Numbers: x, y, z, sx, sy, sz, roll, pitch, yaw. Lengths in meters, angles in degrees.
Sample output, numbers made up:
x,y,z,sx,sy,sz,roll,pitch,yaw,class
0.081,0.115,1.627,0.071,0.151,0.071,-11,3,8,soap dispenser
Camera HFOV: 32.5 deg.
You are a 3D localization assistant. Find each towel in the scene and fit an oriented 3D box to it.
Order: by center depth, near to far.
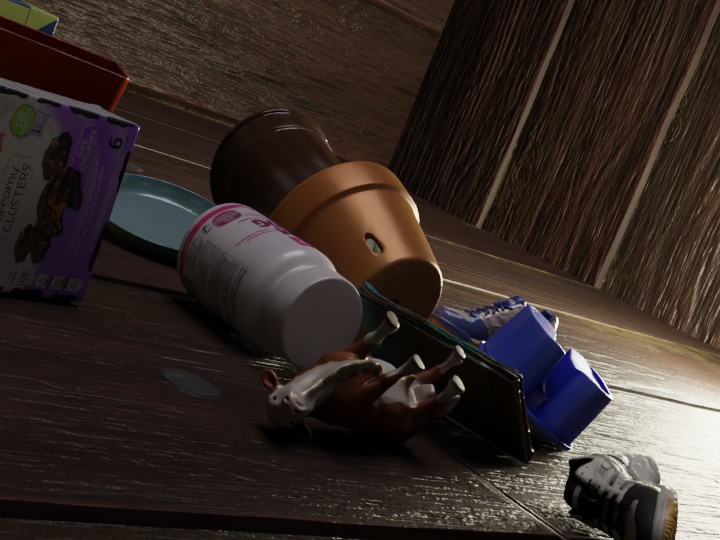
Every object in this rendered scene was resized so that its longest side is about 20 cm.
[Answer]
x,y,z,sx,sy,sz,roll,pitch,yaw,class
0.082,0.099,1.206,0.199,0.022,0.147,29,-28,32,towel

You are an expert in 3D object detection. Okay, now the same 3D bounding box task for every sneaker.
x,y,z,sx,sy,sz,roll,pitch,yaw,class
0.218,0.207,1.056,0.087,0.077,0.200,7,5,2,sneaker
0.189,0.070,1.737,0.198,0.089,0.075,17,12,-28,sneaker

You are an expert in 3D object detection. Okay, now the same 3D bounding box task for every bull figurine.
x,y,z,sx,sy,sz,roll,pitch,yaw,class
0.008,0.097,1.019,0.199,0.121,0.066,22,40,-56,bull figurine

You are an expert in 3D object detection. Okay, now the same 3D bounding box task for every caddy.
x,y,z,sx,sy,sz,roll,pitch,yaw,class
0.196,0.124,1.369,0.141,0.105,0.200,46,8,-1,caddy

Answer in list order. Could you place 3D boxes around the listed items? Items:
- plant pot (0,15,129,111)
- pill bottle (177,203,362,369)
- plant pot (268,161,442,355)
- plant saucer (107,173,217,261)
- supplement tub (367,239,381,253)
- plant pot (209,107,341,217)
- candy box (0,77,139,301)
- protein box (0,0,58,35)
x,y,z,sx,sy,sz,roll,pitch,yaw,class
-0.420,-0.205,1.539,0.198,0.178,0.200,20,8,-20,plant pot
-0.091,0.016,1.234,0.113,0.114,0.199,15,11,-41,pill bottle
0.000,0.000,1.389,0.199,0.201,0.140,14,29,-46,plant pot
-0.242,-0.061,1.505,0.198,0.028,0.201,21,22,-9,plant saucer
-0.003,-0.016,1.589,0.122,0.123,0.199,28,1,37,supplement tub
-0.095,-0.107,1.802,0.199,0.202,0.198,17,18,-35,plant pot
-0.302,-0.072,1.030,0.071,0.169,0.199,26,9,36,candy box
-0.552,-0.304,1.735,0.134,0.200,0.199,15,10,-42,protein box
